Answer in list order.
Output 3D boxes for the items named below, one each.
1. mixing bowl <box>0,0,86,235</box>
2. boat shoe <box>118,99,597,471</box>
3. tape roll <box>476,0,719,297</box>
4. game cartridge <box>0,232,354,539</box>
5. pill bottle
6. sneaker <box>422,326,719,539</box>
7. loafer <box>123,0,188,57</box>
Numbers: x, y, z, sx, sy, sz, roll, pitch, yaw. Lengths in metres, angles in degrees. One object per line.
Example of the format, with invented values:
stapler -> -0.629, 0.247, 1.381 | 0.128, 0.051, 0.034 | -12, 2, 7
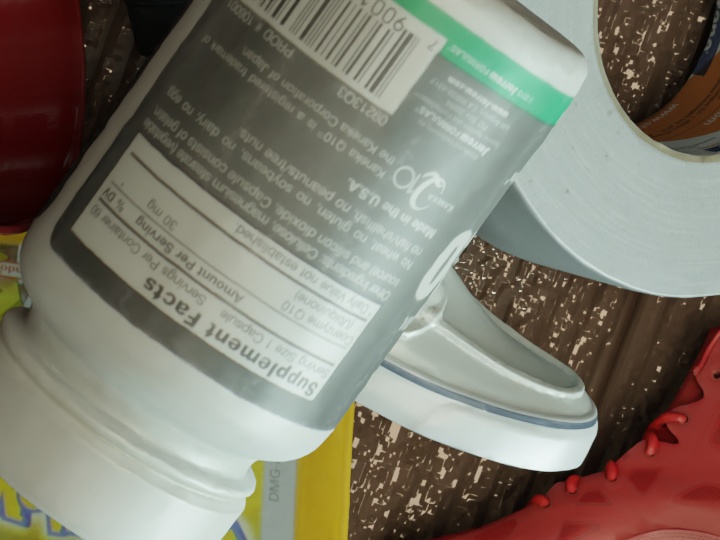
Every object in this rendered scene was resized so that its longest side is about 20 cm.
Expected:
mixing bowl -> -0.177, -0.096, 0.855 | 0.108, 0.200, 0.201 | -14, 108, 17
boat shoe -> 0.000, 0.000, 0.924 | 0.200, 0.074, 0.065 | 27, 106, -11
tape roll -> 0.104, -0.094, 0.957 | 0.200, 0.066, 0.201 | -7, 103, -30
game cartridge -> -0.087, 0.069, 0.932 | 0.176, 0.032, 0.201 | 9, 66, -18
pill bottle -> -0.032, -0.015, 0.838 | 0.113, 0.113, 0.200 | 33, 99, -20
sneaker -> 0.103, 0.082, 1.034 | 0.199, 0.078, 0.116 | 0, 69, -1
loafer -> -0.053, -0.102, 0.935 | 0.070, 0.068, 0.201 | -47, 114, -10
